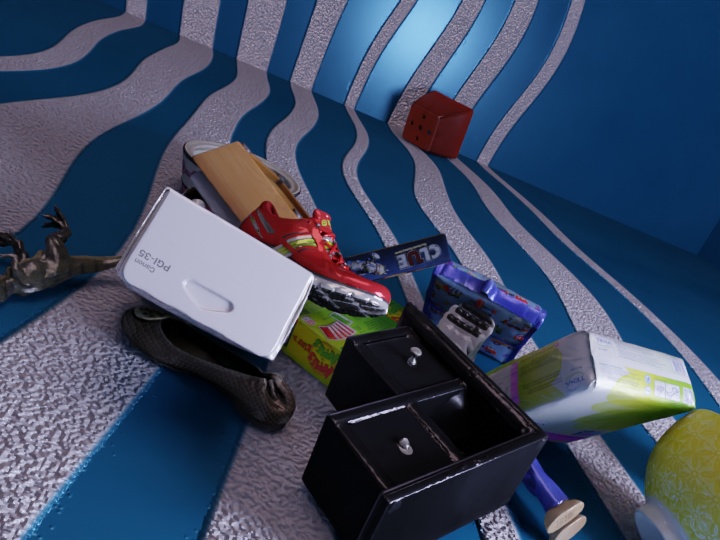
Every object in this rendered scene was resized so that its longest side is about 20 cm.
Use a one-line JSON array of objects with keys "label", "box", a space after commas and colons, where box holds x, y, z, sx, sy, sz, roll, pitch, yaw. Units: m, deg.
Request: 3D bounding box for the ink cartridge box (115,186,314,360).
[{"label": "ink cartridge box", "box": [-0.138, 0.011, 0.613, 0.145, 0.084, 0.200, 31, -13, -13]}]

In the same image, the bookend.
[{"label": "bookend", "box": [0.024, 0.133, 0.590, 0.197, 0.093, 0.200, -4, 37, -40]}]

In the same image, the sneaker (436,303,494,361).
[{"label": "sneaker", "box": [0.085, 0.113, 0.793, 0.198, 0.082, 0.075, -22, 47, -37]}]

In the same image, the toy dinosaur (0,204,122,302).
[{"label": "toy dinosaur", "box": [-0.317, -0.016, 0.666, 0.088, 0.048, 0.199, 46, 34, 17]}]

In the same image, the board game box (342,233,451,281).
[{"label": "board game box", "box": [0.000, 0.000, 0.802, 0.197, 0.035, 0.135, -14, -1, -4]}]

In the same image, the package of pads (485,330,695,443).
[{"label": "package of pads", "box": [0.237, 0.136, 0.737, 0.153, 0.200, 0.069, 15, 59, -24]}]

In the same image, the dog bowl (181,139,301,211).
[{"label": "dog bowl", "box": [-0.201, -0.136, 1.073, 0.198, 0.075, 0.201, 22, 19, -8]}]

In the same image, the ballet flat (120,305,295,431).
[{"label": "ballet flat", "box": [-0.145, 0.082, 0.633, 0.198, 0.047, 0.067, 31, 20, 15]}]

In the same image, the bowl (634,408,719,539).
[{"label": "bowl", "box": [0.340, 0.253, 0.649, 0.106, 0.202, 0.201, -23, 31, -3]}]

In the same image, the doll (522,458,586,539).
[{"label": "doll", "box": [0.144, 0.176, 0.674, 0.200, 0.048, 0.137, 49, -10, 43]}]

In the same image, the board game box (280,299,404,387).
[{"label": "board game box", "box": [-0.010, 0.074, 0.809, 0.101, 0.048, 0.199, 34, 22, 23]}]

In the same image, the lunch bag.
[{"label": "lunch bag", "box": [0.169, 0.043, 0.902, 0.149, 0.095, 0.200, 29, -11, 11]}]

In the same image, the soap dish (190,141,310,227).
[{"label": "soap dish", "box": [-0.122, -0.075, 0.865, 0.158, 0.081, 0.200, 51, 4, 12]}]

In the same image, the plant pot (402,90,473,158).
[{"label": "plant pot", "box": [0.273, -0.543, 2.483, 0.199, 0.202, 0.175, 35, 33, 27]}]

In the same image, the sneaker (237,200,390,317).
[{"label": "sneaker", "box": [-0.048, -0.020, 0.680, 0.198, 0.086, 0.077, 27, -13, 25]}]

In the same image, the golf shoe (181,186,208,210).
[{"label": "golf shoe", "box": [-0.214, -0.037, 0.777, 0.077, 0.098, 0.201, 17, 22, -22]}]
